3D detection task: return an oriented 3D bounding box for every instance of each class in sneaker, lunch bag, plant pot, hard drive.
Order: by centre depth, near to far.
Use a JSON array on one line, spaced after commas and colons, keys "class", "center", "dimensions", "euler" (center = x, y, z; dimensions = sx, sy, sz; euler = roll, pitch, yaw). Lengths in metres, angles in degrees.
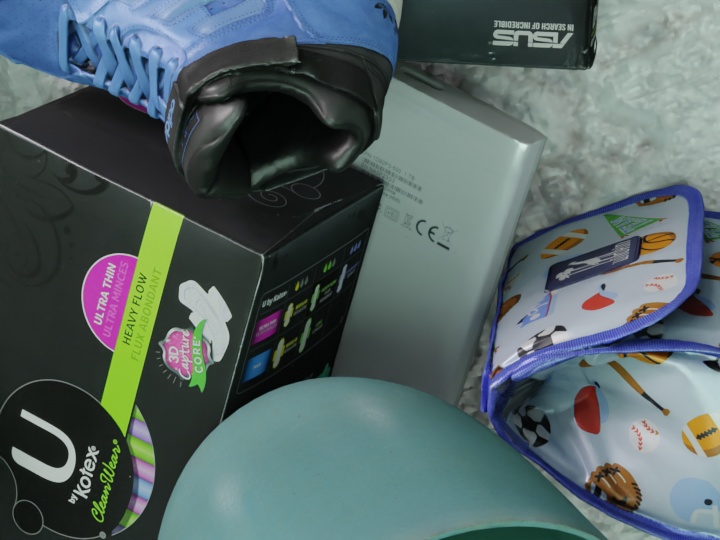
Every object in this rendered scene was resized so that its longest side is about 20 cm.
[{"class": "plant pot", "center": [0.003, 0.141, 1.130], "dimensions": [0.199, 0.161, 0.202], "euler": [-13, 126, -19]}, {"class": "sneaker", "center": [-0.084, -0.087, 1.131], "dimensions": [0.198, 0.112, 0.077], "euler": [5, 140, 1]}, {"class": "lunch bag", "center": [0.157, 0.042, 1.211], "dimensions": [0.198, 0.170, 0.125], "euler": [11, 112, 3]}, {"class": "hard drive", "center": [0.000, 0.000, 1.257], "dimensions": [0.131, 0.026, 0.201], "euler": [29, 118, 22]}]

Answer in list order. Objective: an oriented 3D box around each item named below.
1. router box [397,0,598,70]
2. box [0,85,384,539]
[{"class": "router box", "center": [0.011, -0.173, 1.184], "dimensions": [0.198, 0.062, 0.151], "euler": [3, 116, 4]}, {"class": "box", "center": [-0.099, 0.033, 1.232], "dimensions": [0.148, 0.124, 0.201], "euler": [25, 117, 19]}]
